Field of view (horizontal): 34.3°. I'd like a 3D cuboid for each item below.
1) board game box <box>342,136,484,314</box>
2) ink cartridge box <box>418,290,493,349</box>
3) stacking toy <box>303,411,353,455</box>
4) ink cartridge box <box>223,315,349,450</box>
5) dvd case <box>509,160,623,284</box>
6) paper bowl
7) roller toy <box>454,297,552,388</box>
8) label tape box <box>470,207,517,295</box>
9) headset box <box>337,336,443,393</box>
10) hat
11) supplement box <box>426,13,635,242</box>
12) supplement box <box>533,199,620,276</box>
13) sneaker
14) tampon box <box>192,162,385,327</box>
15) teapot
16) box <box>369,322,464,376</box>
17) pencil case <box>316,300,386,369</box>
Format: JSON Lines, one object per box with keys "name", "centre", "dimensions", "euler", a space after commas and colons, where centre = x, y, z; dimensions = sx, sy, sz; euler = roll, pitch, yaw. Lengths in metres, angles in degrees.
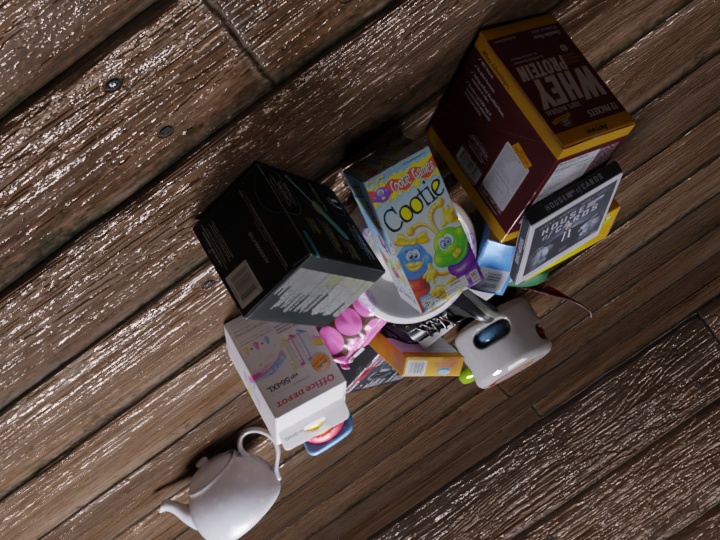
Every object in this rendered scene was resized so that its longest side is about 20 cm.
{"name": "board game box", "centre": [0.072, -0.063, 1.578], "dimensions": [0.102, 0.202, 0.105], "euler": [-29, -160, -9]}
{"name": "ink cartridge box", "centre": [0.158, 0.019, 1.966], "dimensions": [0.199, 0.084, 0.145], "euler": [-39, -167, 12]}
{"name": "stacking toy", "centre": [-0.101, 0.246, 2.167], "dimensions": [0.109, 0.117, 0.200], "euler": [-34, 144, 2]}
{"name": "ink cartridge box", "centre": [-0.110, 0.161, 1.810], "dimensions": [0.127, 0.201, 0.126], "euler": [-27, 158, -14]}
{"name": "dvd case", "centre": [0.277, -0.062, 1.593], "dimensions": [0.149, 0.025, 0.201], "euler": [-30, 160, -10]}
{"name": "paper bowl", "centre": [0.064, -0.033, 1.709], "dimensions": [0.197, 0.104, 0.204], "euler": [-7, 114, -17]}
{"name": "roller toy", "centre": [0.295, 0.144, 2.422], "dimensions": [0.198, 0.141, 0.182], "euler": [-21, 166, -32]}
{"name": "label tape box", "centre": [0.212, -0.087, 1.758], "dimensions": [0.065, 0.203, 0.144], "euler": [13, 150, -2]}
{"name": "headset box", "centre": [0.036, 0.149, 2.156], "dimensions": [0.198, 0.078, 0.149], "euler": [-7, 146, -47]}
{"name": "hat", "centre": [0.318, 0.022, 2.145], "dimensions": [0.198, 0.177, 0.166], "euler": [-26, 157, -17]}
{"name": "supplement box", "centre": [0.219, -0.188, 1.545], "dimensions": [0.131, 0.199, 0.201], "euler": [-20, 156, -31]}
{"name": "supplement box", "centre": [0.337, -0.085, 2.045], "dimensions": [0.198, 0.110, 0.110], "euler": [-27, 158, -16]}
{"name": "sneaker", "centre": [0.129, 0.072, 1.791], "dimensions": [0.074, 0.199, 0.107], "euler": [31, 87, -32]}
{"name": "tampon box", "centre": [-0.090, -0.027, 1.517], "dimensions": [0.126, 0.151, 0.199], "euler": [-41, 157, 18]}
{"name": "teapot", "centre": [-0.255, 0.411, 2.224], "dimensions": [0.196, 0.147, 0.200], "euler": [-26, -163, 51]}
{"name": "box", "centre": [0.077, 0.121, 2.000], "dimensions": [0.117, 0.200, 0.042], "euler": [3, 109, -29]}
{"name": "pencil case", "centre": [0.006, 0.070, 1.926], "dimensions": [0.090, 0.095, 0.200], "euler": [4, 137, -42]}
